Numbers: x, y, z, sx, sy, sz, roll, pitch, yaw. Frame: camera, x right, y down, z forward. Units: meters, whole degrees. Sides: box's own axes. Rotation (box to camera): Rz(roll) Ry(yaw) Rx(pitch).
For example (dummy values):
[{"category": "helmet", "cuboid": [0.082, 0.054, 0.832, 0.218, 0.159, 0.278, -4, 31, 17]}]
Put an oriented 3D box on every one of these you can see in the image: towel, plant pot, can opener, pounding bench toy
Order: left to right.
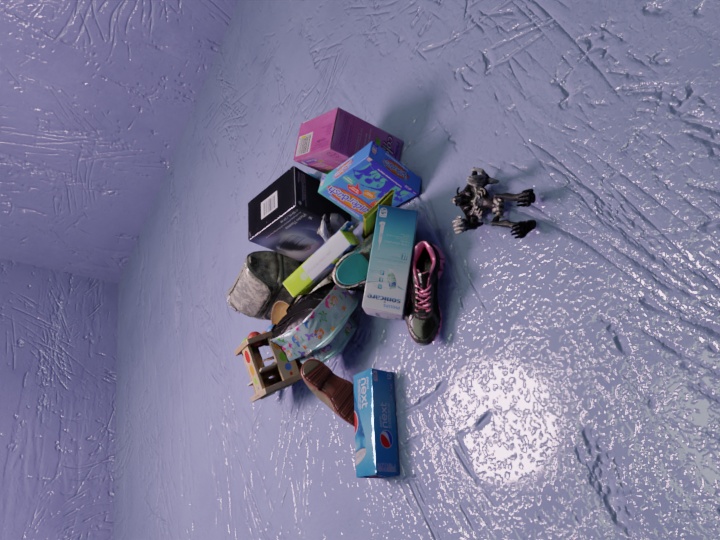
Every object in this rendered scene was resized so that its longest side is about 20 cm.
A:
[{"category": "pounding bench toy", "cuboid": [-0.253, 0.245, 1.447, 0.200, 0.122, 0.160, -39, 71, 55]}, {"category": "plant pot", "cuboid": [-0.176, 0.176, 1.440, 0.198, 0.027, 0.206, 30, 128, 48]}, {"category": "can opener", "cuboid": [-0.058, -0.075, 1.317, 0.064, 0.200, 0.054, 4, 73, 10]}, {"category": "towel", "cuboid": [0.035, -0.118, 1.187, 0.086, 0.018, 0.200, -46, -6, -7]}]

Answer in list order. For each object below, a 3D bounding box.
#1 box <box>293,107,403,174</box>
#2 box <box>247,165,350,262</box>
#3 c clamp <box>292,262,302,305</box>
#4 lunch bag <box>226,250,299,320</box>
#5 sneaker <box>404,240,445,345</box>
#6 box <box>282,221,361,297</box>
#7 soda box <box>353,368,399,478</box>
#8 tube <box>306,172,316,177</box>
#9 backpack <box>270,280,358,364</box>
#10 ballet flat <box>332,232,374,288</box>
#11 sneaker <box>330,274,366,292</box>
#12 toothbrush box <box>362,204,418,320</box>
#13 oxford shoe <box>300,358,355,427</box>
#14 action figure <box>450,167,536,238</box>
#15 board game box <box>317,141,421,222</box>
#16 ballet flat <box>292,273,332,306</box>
[{"category": "box", "cuboid": [-0.030, -0.286, 1.313, 0.174, 0.196, 0.100, 2, 78, 54]}, {"category": "box", "cuboid": [-0.156, -0.136, 1.421, 0.198, 0.196, 0.127, -29, 56, 36]}, {"category": "c clamp", "cuboid": [-0.148, 0.011, 1.524, 0.169, 0.027, 0.206, -1, 76, 55]}, {"category": "lunch bag", "cuboid": [-0.275, 0.042, 1.551, 0.201, 0.164, 0.142, -51, 34, 43]}, {"category": "sneaker", "cuboid": [0.119, 0.037, 1.049, 0.077, 0.095, 0.206, 0, 75, 13]}, {"category": "box", "cuboid": [-0.075, -0.025, 1.237, 0.199, 0.122, 0.048, -42, 84, 10]}, {"category": "soda box", "cuboid": [0.030, 0.310, 1.115, 0.067, 0.063, 0.206, -29, 54, 46]}, {"category": "tube", "cuboid": [-0.167, -0.180, 1.612, 0.077, 0.049, 0.207, 4, 85, 60]}, {"category": "backpack", "cuboid": [-0.093, 0.120, 1.261, 0.199, 0.151, 0.178, -41, 7, 43]}, {"category": "ballet flat", "cuboid": [0.002, -0.020, 1.206, 0.077, 0.199, 0.063, 57, 145, -7]}, {"category": "sneaker", "cuboid": [0.000, 0.000, 1.271, 0.198, 0.077, 0.089, 10, 76, 53]}, {"category": "toothbrush box", "cuboid": [0.061, -0.010, 1.113, 0.147, 0.083, 0.206, 70, -150, -79]}, {"category": "oxford shoe", "cuboid": [-0.048, 0.275, 1.203, 0.199, 0.070, 0.075, 42, 157, 18]}, {"category": "action figure", "cuboid": [0.216, -0.121, 0.980, 0.198, 0.100, 0.123, 23, 107, 54]}, {"category": "board game box", "cuboid": [0.018, -0.192, 1.245, 0.198, 0.150, 0.046, -24, 43, 49]}, {"category": "ballet flat", "cuboid": [-0.113, 0.062, 1.404, 0.199, 0.068, 0.075, -41, 4, 37]}]
